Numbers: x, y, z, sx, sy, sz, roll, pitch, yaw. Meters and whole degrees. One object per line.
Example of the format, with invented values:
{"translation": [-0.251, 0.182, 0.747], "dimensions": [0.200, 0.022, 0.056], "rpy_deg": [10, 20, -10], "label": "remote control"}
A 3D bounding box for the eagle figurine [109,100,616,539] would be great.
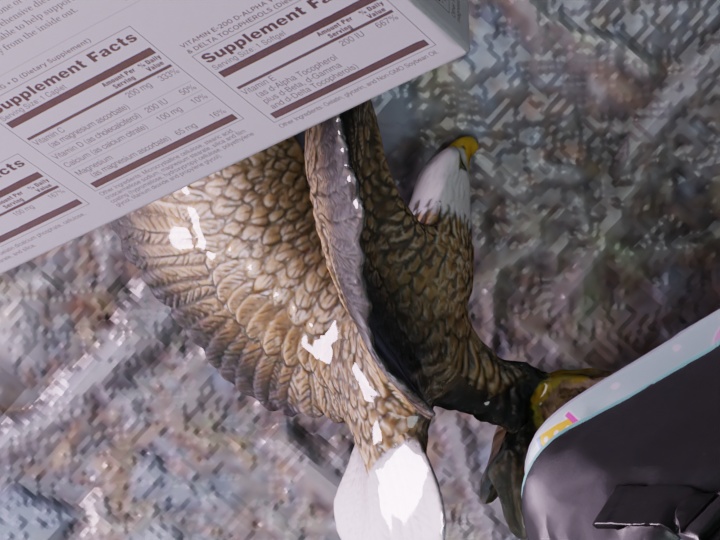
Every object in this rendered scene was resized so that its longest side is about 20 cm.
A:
{"translation": [0.001, -0.005, 0.827], "dimensions": [0.200, 0.151, 0.152], "rpy_deg": [40, 112, -23], "label": "eagle figurine"}

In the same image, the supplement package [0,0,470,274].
{"translation": [-0.079, -0.114, 0.726], "dimensions": [0.200, 0.156, 0.111], "rpy_deg": [-23, 139, 29], "label": "supplement package"}

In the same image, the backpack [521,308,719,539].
{"translation": [0.157, 0.102, 0.757], "dimensions": [0.176, 0.153, 0.200], "rpy_deg": [-33, 115, -4], "label": "backpack"}
